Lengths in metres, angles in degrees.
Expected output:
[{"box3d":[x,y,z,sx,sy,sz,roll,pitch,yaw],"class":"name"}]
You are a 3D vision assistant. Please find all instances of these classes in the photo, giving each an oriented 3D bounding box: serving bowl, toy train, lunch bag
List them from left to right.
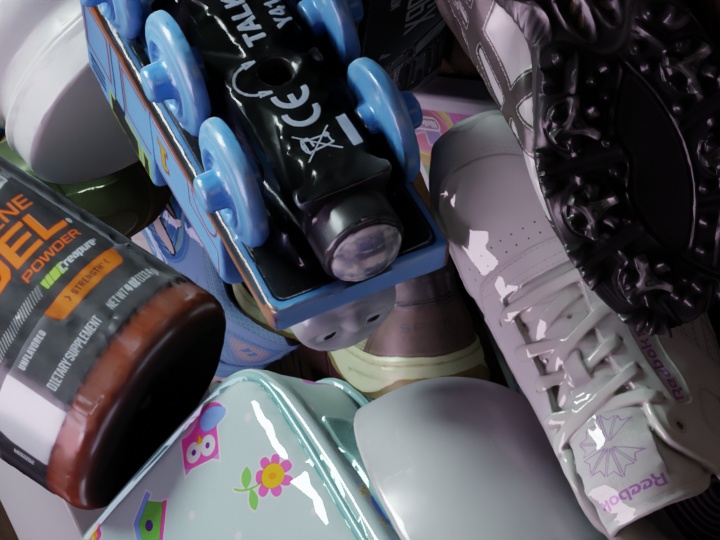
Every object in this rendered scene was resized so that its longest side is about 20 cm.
[{"box3d":[-0.038,-0.058,1.063,0.200,0.086,0.114,58,164,33],"class":"toy train"},{"box3d":[-0.020,0.147,1.174,0.160,0.077,0.200,-48,55,22],"class":"lunch bag"},{"box3d":[0.081,0.115,1.099,0.200,0.066,0.200,52,-172,-11],"class":"serving bowl"}]

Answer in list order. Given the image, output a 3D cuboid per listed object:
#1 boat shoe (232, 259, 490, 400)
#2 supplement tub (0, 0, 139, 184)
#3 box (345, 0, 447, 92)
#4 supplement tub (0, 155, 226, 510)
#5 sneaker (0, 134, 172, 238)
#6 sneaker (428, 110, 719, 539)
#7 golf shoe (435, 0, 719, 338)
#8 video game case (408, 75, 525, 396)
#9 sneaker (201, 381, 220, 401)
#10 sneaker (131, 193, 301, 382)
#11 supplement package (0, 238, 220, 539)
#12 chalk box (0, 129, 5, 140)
[{"box3d":[0.000,0.000,1.247,0.200,0.073,0.065,-151,56,-61],"class":"boat shoe"},{"box3d":[-0.145,-0.151,1.262,0.200,0.140,0.140,52,157,18],"class":"supplement tub"},{"box3d":[-0.037,-0.176,1.116,0.200,0.050,0.158,51,157,23],"class":"box"},{"box3d":[-0.162,0.007,1.237,0.200,0.107,0.107,32,151,14],"class":"supplement tub"},{"box3d":[-0.183,-0.013,1.335,0.199,0.090,0.067,-7,121,27],"class":"sneaker"},{"box3d":[0.091,0.032,1.022,0.200,0.075,0.100,54,-159,-7],"class":"sneaker"},{"box3d":[0.073,-0.077,0.991,0.094,0.077,0.201,-135,23,-75],"class":"golf shoe"},{"box3d":[0.086,0.021,1.139,0.143,0.018,0.201,13,130,61],"class":"video game case"},{"box3d":[-0.099,0.073,1.451,0.199,0.075,0.081,22,170,0],"class":"sneaker"},{"box3d":[-0.075,-0.045,1.369,0.090,0.078,0.201,-10,114,48],"class":"sneaker"},{"box3d":[-0.138,0.062,1.548,0.120,0.121,0.201,11,127,61],"class":"supplement package"},{"box3d":[-0.188,-0.121,1.427,0.125,0.124,0.201,33,145,51],"class":"chalk box"}]
